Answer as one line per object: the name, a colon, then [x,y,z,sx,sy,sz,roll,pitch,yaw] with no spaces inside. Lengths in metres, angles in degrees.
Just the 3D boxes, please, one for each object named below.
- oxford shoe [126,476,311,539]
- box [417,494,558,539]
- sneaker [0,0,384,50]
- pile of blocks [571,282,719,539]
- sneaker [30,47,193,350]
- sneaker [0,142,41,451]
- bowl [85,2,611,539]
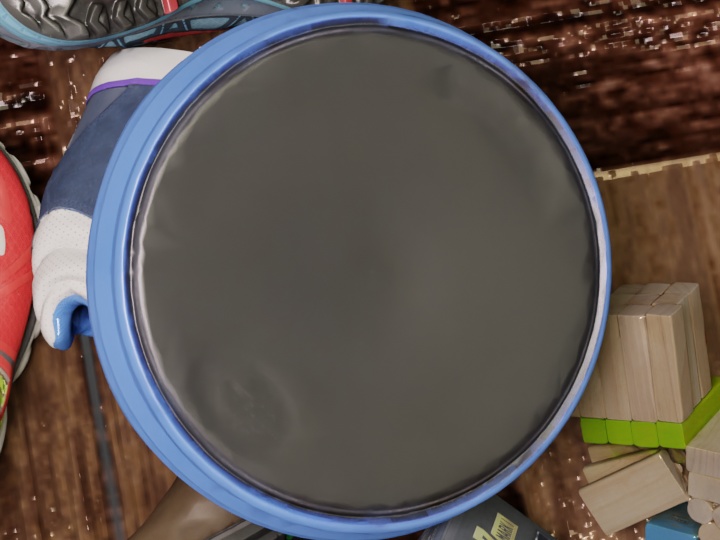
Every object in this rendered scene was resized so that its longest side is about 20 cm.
oxford shoe: [-0.047,0.082,0.799,0.200,0.073,0.084,-36,67,-9]
box: [0.075,0.166,0.719,0.157,0.200,0.051,36,106,1]
sneaker: [-0.072,-0.133,0.816,0.199,0.095,0.080,-10,92,-31]
pile of blocks: [0.146,0.088,0.813,0.062,0.082,0.201,-34,95,-50]
sneaker: [-0.031,-0.004,0.785,0.199,0.081,0.147,9,65,7]
sneaker: [-0.167,0.035,0.782,0.077,0.085,0.201,5,81,-3]
bowl: [0.000,0.000,0.733,0.200,0.039,0.202,0,90,-15]
